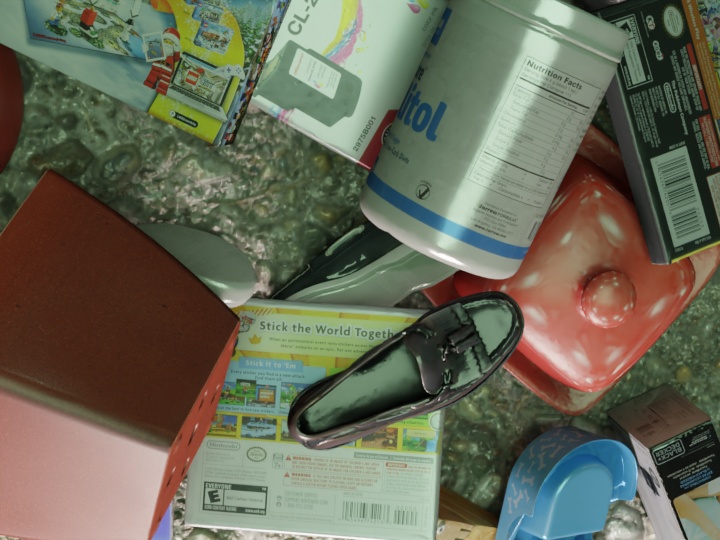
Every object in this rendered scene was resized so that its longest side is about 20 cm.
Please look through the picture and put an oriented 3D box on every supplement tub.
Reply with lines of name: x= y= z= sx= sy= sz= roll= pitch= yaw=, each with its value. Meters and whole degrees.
supplement tub: x=0.095 y=-0.107 z=1.172 sx=0.132 sy=0.132 sz=0.201 roll=22 pitch=101 yaw=-11

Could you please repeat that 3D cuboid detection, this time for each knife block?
knife block: x=0.013 y=0.188 z=1.362 sx=0.064 sy=0.175 sz=0.200 roll=-57 pitch=147 yaw=8

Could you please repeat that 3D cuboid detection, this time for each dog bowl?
dog bowl: x=0.164 y=0.221 z=1.361 sx=0.111 sy=0.050 sz=0.201 roll=-3 pitch=114 yaw=-33

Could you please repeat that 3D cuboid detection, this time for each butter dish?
butter dish: x=0.180 y=0.008 z=1.291 sx=0.200 sy=0.148 sz=0.200 roll=41 pitch=95 yaw=-14

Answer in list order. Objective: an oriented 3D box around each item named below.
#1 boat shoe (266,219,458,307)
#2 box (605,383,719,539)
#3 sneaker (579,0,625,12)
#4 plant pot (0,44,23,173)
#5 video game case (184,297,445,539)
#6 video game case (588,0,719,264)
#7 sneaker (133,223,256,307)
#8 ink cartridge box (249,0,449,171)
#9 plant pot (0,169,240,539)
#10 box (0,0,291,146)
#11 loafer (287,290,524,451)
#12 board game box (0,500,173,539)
boat shoe: x=0.000 y=0.000 z=1.311 sx=0.200 sy=0.060 sz=0.076 roll=-25 pitch=142 yaw=13
box: x=0.283 y=0.208 z=1.364 sx=0.060 sy=0.117 sz=0.201 roll=-24 pitch=102 yaw=-4
sneaker: x=0.247 y=-0.173 z=1.286 sx=0.200 sy=0.074 sz=0.085 roll=32 pitch=73 yaw=-12
plant pot: x=-0.349 y=-0.120 z=1.183 sx=0.200 sy=0.177 sz=0.201 roll=-2 pitch=102 yaw=-7
video game case: x=-0.034 y=0.116 z=1.271 sx=0.199 sy=0.023 sz=0.183 roll=4 pitch=90 yaw=5
video game case: x=0.277 y=-0.127 z=1.255 sx=0.180 sy=0.025 sz=0.201 roll=-20 pitch=99 yaw=-22
sneaker: x=-0.172 y=0.012 z=1.270 sx=0.199 sy=0.075 sz=0.089 roll=13 pitch=114 yaw=22
ink cartridge box: x=-0.018 y=-0.175 z=1.260 sx=0.200 sy=0.083 sz=0.146 roll=28 pitch=98 yaw=-12
plant pot: x=-0.199 y=0.086 z=1.176 sx=0.176 sy=0.200 sz=0.200 roll=23 pitch=136 yaw=3
box: x=-0.161 y=-0.195 z=1.193 sx=0.200 sy=0.038 sz=0.137 roll=26 pitch=102 yaw=8
loafer: x=0.035 y=0.080 z=1.222 sx=0.200 sy=0.063 sz=0.072 roll=-29 pitch=86 yaw=4
board game box: x=-0.250 y=0.203 z=1.305 sx=0.199 sy=0.097 sz=0.160 roll=0 pitch=102 yaw=-7
